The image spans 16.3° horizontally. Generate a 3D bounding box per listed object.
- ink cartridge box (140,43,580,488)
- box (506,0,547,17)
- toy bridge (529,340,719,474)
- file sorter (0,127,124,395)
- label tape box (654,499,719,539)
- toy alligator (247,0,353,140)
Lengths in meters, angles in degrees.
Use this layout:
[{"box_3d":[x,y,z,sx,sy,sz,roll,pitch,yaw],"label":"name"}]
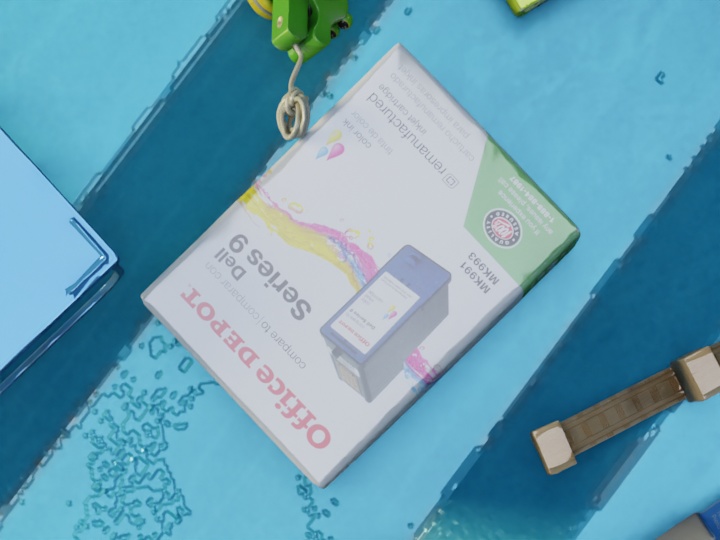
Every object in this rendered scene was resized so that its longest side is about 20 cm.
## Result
[{"box_3d":[0.000,0.000,1.366,0.200,0.088,0.145,-43,87,-1],"label":"ink cartridge box"},{"box_3d":[0.090,-0.258,1.394,0.121,0.048,0.201,-29,93,-1],"label":"box"},{"box_3d":[0.184,0.056,1.368,0.199,0.067,0.027,-27,86,-3],"label":"toy bridge"},{"box_3d":[-0.240,-0.028,1.354,0.139,0.123,0.200,-43,86,-2],"label":"file sorter"},{"box_3d":[0.179,0.219,1.322,0.199,0.066,0.144,-30,95,-20],"label":"label tape box"},{"box_3d":[-0.026,-0.155,1.380,0.054,0.059,0.202,14,59,-35],"label":"toy alligator"}]
